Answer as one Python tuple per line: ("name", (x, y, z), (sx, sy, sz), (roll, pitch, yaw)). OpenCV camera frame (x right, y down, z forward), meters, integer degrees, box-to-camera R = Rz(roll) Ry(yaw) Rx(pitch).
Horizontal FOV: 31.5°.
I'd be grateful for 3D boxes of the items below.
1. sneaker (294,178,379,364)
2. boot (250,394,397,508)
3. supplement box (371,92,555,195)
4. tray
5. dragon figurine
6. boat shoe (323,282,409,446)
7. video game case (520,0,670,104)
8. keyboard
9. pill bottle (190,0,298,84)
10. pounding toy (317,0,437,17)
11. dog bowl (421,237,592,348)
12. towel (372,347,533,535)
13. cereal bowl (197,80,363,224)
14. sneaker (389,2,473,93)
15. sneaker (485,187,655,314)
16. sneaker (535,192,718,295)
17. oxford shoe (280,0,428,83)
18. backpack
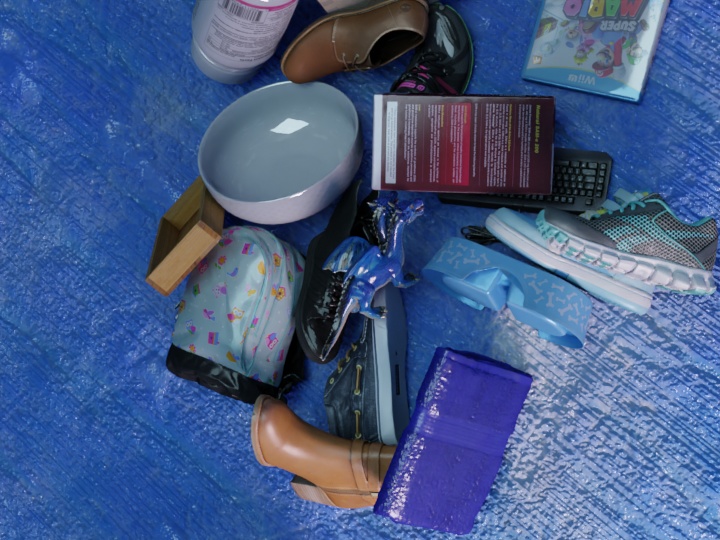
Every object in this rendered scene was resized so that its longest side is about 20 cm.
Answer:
("sneaker", (-0.021, 0.002, 1.482), (0.104, 0.060, 0.200), (-28, 51, 47))
("boot", (-0.026, 0.207, 1.424), (0.155, 0.200, 0.077), (-1, 46, 28))
("supplement box", (0.114, -0.142, 1.416), (0.199, 0.061, 0.109), (3, 99, 7))
("tray", (-0.205, -0.051, 1.529), (0.037, 0.200, 0.099), (39, 106, -17))
("dragon figurine", (0.000, 0.000, 1.413), (0.200, 0.100, 0.059), (-43, 33, -10))
("boat shoe", (0.002, 0.108, 1.484), (0.091, 0.071, 0.201), (-4, 82, 22))
("video game case", (0.276, -0.300, 1.449), (0.143, 0.018, 0.201), (16, 90, 23))
("keyboard", (0.183, -0.082, 1.461), (0.199, 0.021, 0.128), (7, 86, 24))
("pill bottle", (-0.139, -0.313, 1.517), (0.113, 0.200, 0.114), (7, 66, -16))
("pounding toy", (0.032, -0.415, 1.480), (0.199, 0.142, 0.185), (-19, 61, 19))
("dog bowl", (0.166, 0.022, 1.411), (0.200, 0.111, 0.050), (25, 79, 23))
("towel", (0.099, 0.186, 1.405), (0.050, 0.147, 0.201), (24, 93, 53))
("cereal bowl", (-0.089, -0.130, 1.524), (0.199, 0.083, 0.201), (-8, 51, 10))
("sneaker", (0.080, -0.215, 1.484), (0.077, 0.084, 0.201), (9, 87, 22))
("sneaker", (0.246, -0.050, 1.389), (0.200, 0.080, 0.131), (27, 92, 1))
("sneaker", (0.280, -0.041, 1.318), (0.199, 0.078, 0.092), (17, 86, -8))
("oxford shoe", (-0.011, -0.259, 1.484), (0.200, 0.071, 0.071), (-22, 54, 27))
("backpack", (-0.139, 0.049, 1.520), (0.166, 0.127, 0.201), (19, 87, 26))
